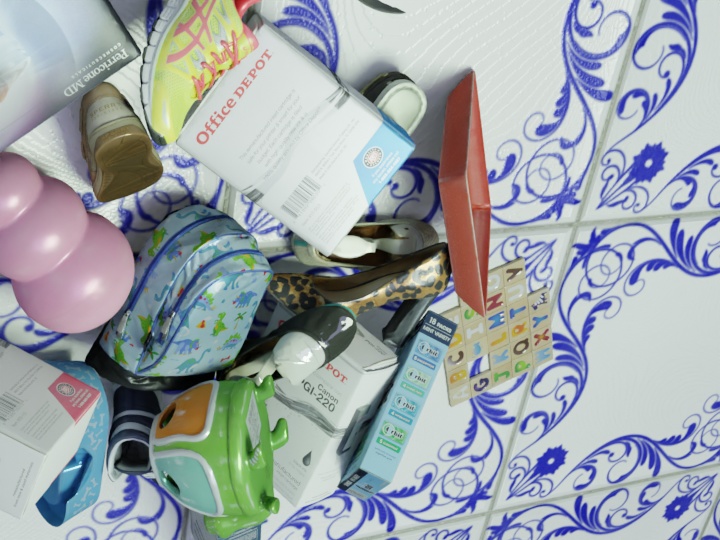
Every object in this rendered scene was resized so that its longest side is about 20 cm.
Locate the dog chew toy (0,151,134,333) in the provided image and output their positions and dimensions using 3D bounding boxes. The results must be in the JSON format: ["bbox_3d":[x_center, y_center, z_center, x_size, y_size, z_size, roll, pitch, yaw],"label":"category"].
[{"bbox_3d":[-0.309,-0.033,1.155,0.124,0.125,0.201,-36,124,-1],"label":"dog chew toy"}]

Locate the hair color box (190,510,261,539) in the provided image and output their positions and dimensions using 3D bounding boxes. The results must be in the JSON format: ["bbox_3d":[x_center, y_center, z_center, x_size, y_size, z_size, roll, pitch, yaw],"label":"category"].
[{"bbox_3d":[-0.166,0.310,1.452,0.060,0.101,0.201,-18,148,-19],"label":"hair color box"}]

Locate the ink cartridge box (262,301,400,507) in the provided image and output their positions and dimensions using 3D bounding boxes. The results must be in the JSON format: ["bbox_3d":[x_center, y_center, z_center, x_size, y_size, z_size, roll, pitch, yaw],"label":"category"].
[{"bbox_3d":[-0.062,0.150,1.392,0.084,0.145,0.202,-8,129,-57],"label":"ink cartridge box"}]

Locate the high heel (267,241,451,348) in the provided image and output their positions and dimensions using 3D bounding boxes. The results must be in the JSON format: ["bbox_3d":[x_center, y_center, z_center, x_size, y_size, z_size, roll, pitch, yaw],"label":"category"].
[{"bbox_3d":[0.000,0.000,1.322,0.198,0.072,0.144,19,120,-24],"label":"high heel"}]

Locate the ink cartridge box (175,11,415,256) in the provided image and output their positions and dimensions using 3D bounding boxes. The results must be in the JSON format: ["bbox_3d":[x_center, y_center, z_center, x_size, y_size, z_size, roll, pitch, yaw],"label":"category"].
[{"bbox_3d":[-0.068,-0.137,1.195,0.199,0.086,0.147,36,102,-19],"label":"ink cartridge box"}]

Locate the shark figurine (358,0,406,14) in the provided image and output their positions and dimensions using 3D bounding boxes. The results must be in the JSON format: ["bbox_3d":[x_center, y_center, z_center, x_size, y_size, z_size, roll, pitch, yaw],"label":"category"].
[{"bbox_3d":[-0.045,-0.312,1.125,0.127,0.090,0.216,-32,130,-4],"label":"shark figurine"}]

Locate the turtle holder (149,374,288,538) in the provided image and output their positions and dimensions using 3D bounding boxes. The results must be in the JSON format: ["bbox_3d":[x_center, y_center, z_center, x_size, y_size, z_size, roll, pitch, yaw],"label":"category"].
[{"bbox_3d":[-0.149,0.198,1.283,0.129,0.143,0.186,-4,154,7],"label":"turtle holder"}]

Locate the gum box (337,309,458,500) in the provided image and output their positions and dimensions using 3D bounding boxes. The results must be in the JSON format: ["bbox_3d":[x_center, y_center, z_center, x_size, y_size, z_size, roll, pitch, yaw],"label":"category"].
[{"bbox_3d":[0.042,0.164,1.413,0.044,0.170,0.202,25,70,-2],"label":"gum box"}]

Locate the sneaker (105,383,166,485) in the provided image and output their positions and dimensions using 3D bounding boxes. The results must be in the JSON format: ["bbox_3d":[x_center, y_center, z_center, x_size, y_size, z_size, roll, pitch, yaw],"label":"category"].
[{"bbox_3d":[-0.241,0.217,1.359,0.069,0.109,0.202,-10,134,3],"label":"sneaker"}]

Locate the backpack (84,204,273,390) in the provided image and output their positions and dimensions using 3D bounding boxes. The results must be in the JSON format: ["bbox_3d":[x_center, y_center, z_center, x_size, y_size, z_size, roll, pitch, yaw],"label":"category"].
[{"bbox_3d":[-0.181,0.030,1.262,0.162,0.153,0.203,5,107,-50],"label":"backpack"}]

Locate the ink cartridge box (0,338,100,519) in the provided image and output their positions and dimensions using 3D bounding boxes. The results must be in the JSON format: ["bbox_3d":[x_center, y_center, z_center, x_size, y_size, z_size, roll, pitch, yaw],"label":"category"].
[{"bbox_3d":[-0.375,0.132,1.155,0.198,0.147,0.084,28,111,0],"label":"ink cartridge box"}]

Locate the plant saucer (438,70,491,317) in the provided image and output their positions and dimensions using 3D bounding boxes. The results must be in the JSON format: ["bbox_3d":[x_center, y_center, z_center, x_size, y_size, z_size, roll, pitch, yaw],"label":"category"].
[{"bbox_3d":[0.118,-0.085,1.329,0.036,0.202,0.202,-3,131,11],"label":"plant saucer"}]

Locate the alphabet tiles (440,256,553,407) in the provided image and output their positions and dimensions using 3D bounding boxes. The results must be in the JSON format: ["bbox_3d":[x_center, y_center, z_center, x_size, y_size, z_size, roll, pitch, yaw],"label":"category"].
[{"bbox_3d":[0.182,0.078,1.584,0.165,0.008,0.202,-23,131,-14],"label":"alphabet tiles"}]

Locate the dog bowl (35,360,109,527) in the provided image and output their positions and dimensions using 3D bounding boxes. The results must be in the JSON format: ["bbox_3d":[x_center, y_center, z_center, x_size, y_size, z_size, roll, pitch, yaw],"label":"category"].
[{"bbox_3d":[-0.323,0.186,1.309,0.049,0.111,0.203,-12,128,-39],"label":"dog bowl"}]

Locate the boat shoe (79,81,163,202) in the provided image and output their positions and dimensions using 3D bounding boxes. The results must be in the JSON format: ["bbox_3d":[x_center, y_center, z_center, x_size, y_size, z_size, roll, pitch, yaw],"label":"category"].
[{"bbox_3d":[-0.230,-0.120,1.129,0.070,0.065,0.200,-22,171,-16],"label":"boat shoe"}]

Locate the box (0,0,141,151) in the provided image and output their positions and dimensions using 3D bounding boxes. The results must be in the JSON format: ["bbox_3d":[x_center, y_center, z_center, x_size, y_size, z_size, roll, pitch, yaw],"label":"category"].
[{"bbox_3d":[-0.325,-0.223,1.003,0.199,0.124,0.199,-35,134,-3],"label":"box"}]

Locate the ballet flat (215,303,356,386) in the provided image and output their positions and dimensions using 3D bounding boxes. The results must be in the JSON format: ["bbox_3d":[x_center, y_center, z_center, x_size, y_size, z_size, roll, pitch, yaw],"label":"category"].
[{"bbox_3d":[-0.086,0.099,1.308,0.198,0.069,0.068,-25,115,37],"label":"ballet flat"}]

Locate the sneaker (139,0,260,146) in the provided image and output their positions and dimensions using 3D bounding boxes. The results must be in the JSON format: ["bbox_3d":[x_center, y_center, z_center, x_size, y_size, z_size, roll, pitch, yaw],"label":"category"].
[{"bbox_3d":[-0.140,-0.203,1.077,0.089,0.203,0.078,15,163,2],"label":"sneaker"}]

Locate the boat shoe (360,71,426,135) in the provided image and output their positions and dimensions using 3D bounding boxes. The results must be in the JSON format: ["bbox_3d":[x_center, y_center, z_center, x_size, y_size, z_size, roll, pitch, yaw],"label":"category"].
[{"bbox_3d":[-0.010,-0.129,1.290,0.201,0.061,0.072,-47,121,9],"label":"boat shoe"}]

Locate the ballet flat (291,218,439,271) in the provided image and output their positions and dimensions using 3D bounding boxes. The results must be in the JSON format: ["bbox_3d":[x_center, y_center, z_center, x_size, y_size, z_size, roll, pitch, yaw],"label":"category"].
[{"bbox_3d":[0.016,-0.025,1.369,0.197,0.062,0.069,-3,96,-28],"label":"ballet flat"}]
